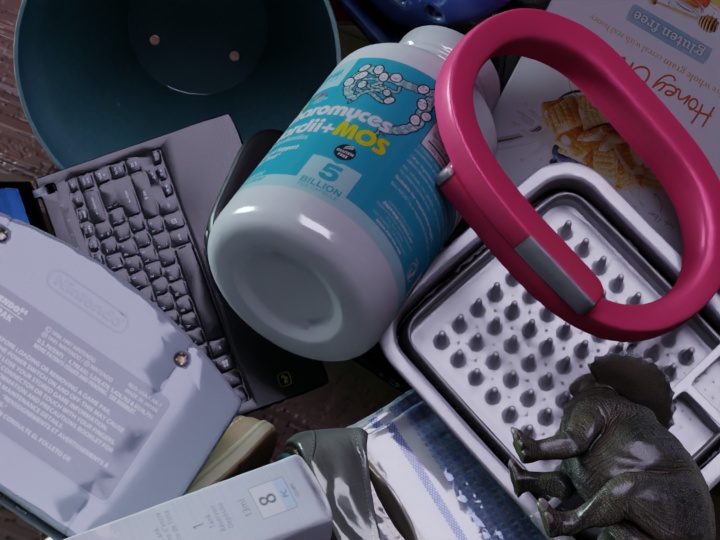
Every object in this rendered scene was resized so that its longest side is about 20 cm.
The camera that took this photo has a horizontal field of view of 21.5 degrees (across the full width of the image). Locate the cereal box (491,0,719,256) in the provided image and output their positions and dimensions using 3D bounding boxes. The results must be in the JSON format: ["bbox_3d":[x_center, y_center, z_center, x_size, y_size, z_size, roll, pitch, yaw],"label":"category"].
[{"bbox_3d":[0.162,-0.100,1.119,0.143,0.201,0.040,31,21,10],"label":"cereal box"}]

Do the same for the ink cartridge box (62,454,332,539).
[{"bbox_3d":[-0.113,0.184,0.956,0.199,0.161,0.047,-20,56,-20],"label":"ink cartridge box"}]

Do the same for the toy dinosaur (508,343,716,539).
[{"bbox_3d":[0.136,0.112,0.967,0.102,0.077,0.201,-17,49,-8],"label":"toy dinosaur"}]

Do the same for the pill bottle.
[{"bbox_3d":[0.007,-0.052,1.071,0.110,0.111,0.200,25,52,12],"label":"pill bottle"}]

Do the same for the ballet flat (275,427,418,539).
[{"bbox_3d":[0.011,0.176,1.010,0.063,0.067,0.201,-10,69,-22],"label":"ballet flat"}]

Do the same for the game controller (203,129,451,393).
[{"bbox_3d":[0.000,0.000,1.134,0.199,0.042,0.105,34,63,-17],"label":"game controller"}]

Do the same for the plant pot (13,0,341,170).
[{"bbox_3d":[-0.110,-0.144,1.210,0.198,0.202,0.135,7,17,-1],"label":"plant pot"}]

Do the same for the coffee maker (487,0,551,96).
[{"bbox_3d":[0.177,-0.127,1.209,0.198,0.192,0.136,4,69,-1],"label":"coffee maker"}]

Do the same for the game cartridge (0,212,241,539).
[{"bbox_3d":[-0.170,0.055,1.004,0.199,0.040,0.134,35,70,-3],"label":"game cartridge"}]

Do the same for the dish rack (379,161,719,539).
[{"bbox_3d":[0.125,0.055,1.082,0.171,0.044,0.200,-40,78,-13],"label":"dish rack"}]

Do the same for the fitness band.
[{"bbox_3d":[0.122,-0.052,1.050,0.200,0.037,0.144,49,54,-2],"label":"fitness band"}]

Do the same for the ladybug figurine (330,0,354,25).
[{"bbox_3d":[0.003,-0.237,1.303,0.199,0.137,0.072,-9,11,-35],"label":"ladybug figurine"}]

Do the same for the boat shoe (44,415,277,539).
[{"bbox_3d":[-0.129,0.139,1.047,0.065,0.072,0.200,39,64,20],"label":"boat shoe"}]

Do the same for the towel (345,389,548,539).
[{"bbox_3d":[0.050,0.138,1.079,0.199,0.024,0.147,-29,73,-19],"label":"towel"}]

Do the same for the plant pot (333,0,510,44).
[{"bbox_3d":[0.041,-0.263,1.173,0.200,0.180,0.200,48,62,-9],"label":"plant pot"}]

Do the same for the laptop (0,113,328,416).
[{"bbox_3d":[-0.136,0.010,1.082,0.199,0.103,0.179,-19,82,-9],"label":"laptop"}]
